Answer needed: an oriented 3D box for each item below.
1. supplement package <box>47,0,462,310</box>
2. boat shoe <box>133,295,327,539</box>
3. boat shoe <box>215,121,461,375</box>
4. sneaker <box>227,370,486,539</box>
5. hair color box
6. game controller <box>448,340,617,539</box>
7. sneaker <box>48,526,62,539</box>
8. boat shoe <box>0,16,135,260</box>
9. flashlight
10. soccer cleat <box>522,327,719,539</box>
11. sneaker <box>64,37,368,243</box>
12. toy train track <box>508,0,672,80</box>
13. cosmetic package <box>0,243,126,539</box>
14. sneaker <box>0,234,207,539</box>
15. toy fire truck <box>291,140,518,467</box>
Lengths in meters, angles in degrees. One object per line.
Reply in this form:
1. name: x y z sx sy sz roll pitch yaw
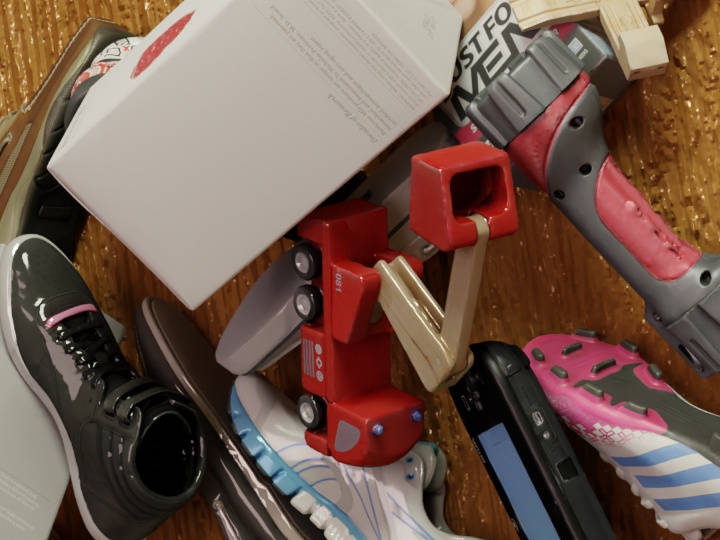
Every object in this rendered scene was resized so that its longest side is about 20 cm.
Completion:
1. supplement package: -0.057 -0.100 1.272 0.200 0.121 0.120 -40 106 21
2. boat shoe: -0.094 0.108 1.411 0.057 0.067 0.201 -40 72 17
3. boat shoe: 0.000 0.000 1.357 0.066 0.072 0.200 42 100 -19
4. sneaker: 0.004 0.121 1.359 0.087 0.075 0.200 -47 72 9
5. hair color box: 0.060 -0.152 1.336 0.099 0.060 0.200 -49 65 19
6. game controller: 0.103 0.133 1.268 0.201 0.042 0.104 64 158 6
7. sneaker: -0.195 0.207 1.450 0.199 0.092 0.076 16 96 30
8. boat shoe: -0.211 -0.074 1.486 0.074 0.075 0.201 34 104 31
9. flashlight: 0.146 -0.037 1.241 0.200 0.068 0.068 45 78 -1
10. soccer cleat: 0.163 0.103 1.260 0.199 0.070 0.087 27 127 37
11. sneaker: -0.079 -0.085 1.411 0.200 0.108 0.068 19 114 -5
12. toy train track: 0.127 -0.196 1.285 0.114 0.033 0.201 -13 59 -13
13. cosmetic package: -0.232 0.097 1.410 0.090 0.107 0.201 -28 33 42
14. sneaker: -0.149 0.063 1.370 0.099 0.070 0.202 -24 86 51
15. toy fire truck: 0.023 0.022 1.252 0.141 0.048 0.202 21 119 48
